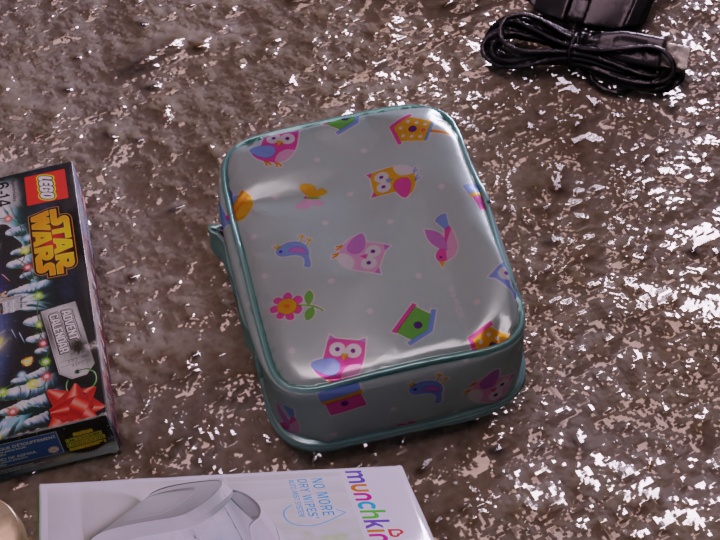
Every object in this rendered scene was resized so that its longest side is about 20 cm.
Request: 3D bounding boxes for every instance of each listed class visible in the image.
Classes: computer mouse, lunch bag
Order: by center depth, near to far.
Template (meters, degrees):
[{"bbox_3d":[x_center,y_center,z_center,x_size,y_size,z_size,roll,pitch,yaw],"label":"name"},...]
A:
[{"bbox_3d":[0.000,0.000,0.884,0.159,0.077,0.201,-15,50,-3],"label":"lunch bag"},{"bbox_3d":[0.170,-0.209,1.048,0.138,0.053,0.201,12,53,18],"label":"computer mouse"}]

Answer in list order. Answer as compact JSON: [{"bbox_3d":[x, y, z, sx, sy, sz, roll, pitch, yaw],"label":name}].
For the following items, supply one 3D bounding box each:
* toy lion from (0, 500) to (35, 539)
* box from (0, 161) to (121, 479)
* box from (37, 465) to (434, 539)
[{"bbox_3d":[-0.220,0.217,0.752,0.199,0.069,0.193,-11,58,-1],"label":"toy lion"},{"bbox_3d":[-0.221,0.031,0.911,0.136,0.040,0.201,-13,50,-5],"label":"box"},{"bbox_3d":[-0.046,0.174,0.652,0.175,0.097,0.200,-2,21,-10],"label":"box"}]
